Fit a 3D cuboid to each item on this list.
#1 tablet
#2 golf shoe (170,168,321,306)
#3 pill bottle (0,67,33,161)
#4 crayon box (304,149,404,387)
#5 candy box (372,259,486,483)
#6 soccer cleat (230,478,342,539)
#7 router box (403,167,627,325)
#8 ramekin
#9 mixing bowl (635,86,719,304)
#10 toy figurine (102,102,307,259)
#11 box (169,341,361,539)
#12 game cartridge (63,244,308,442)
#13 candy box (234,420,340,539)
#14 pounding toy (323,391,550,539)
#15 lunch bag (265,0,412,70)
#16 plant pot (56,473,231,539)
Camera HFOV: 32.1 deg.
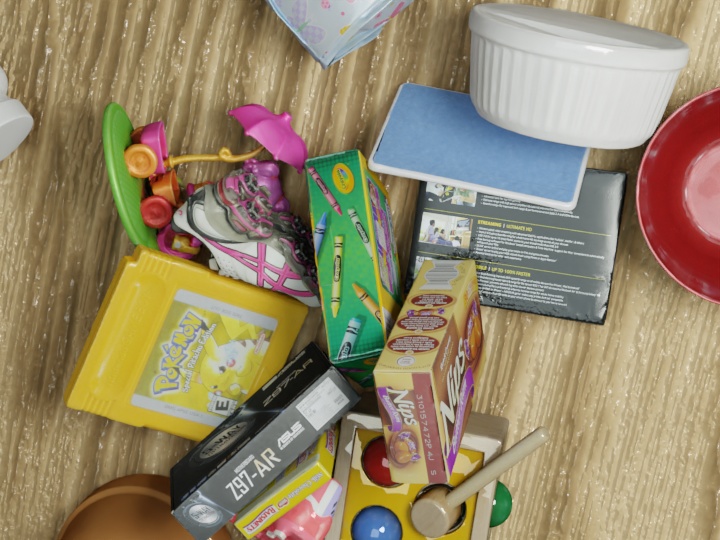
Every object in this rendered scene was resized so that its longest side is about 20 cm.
[{"bbox_3d":[0.118,-0.121,1.201,0.199,0.130,0.014,13,140,11],"label":"tablet"},{"bbox_3d":[-0.101,-0.022,1.233,0.092,0.200,0.073,-24,46,22],"label":"golf shoe"},{"bbox_3d":[-0.441,-0.202,1.298,0.116,0.116,0.200,-42,87,12],"label":"pill bottle"},{"bbox_3d":[0.000,0.000,1.196,0.058,0.119,0.201,-12,71,11],"label":"crayon box"},{"bbox_3d":[0.067,0.086,1.137,0.056,0.200,0.117,-1,117,16],"label":"candy box"},{"bbox_3d":[-0.078,0.237,1.251,0.067,0.200,0.077,43,70,-14],"label":"soccer cleat"},{"bbox_3d":[0.152,-0.036,1.227,0.199,0.051,0.150,9,95,10],"label":"router box"},{"bbox_3d":[0.190,-0.177,1.139,0.201,0.202,0.095,13,109,10],"label":"ramekin"},{"bbox_3d":[0.355,-0.071,1.155,0.199,0.108,0.201,1,96,12],"label":"mixing bowl"},{"bbox_3d":[-0.140,-0.088,1.255,0.183,0.150,0.201,-11,115,3],"label":"toy figurine"},{"bbox_3d":[-0.096,0.161,1.212,0.200,0.160,0.044,-42,100,-2],"label":"box"},{"bbox_3d":[-0.173,0.082,1.259,0.199,0.032,0.177,19,101,-29],"label":"game cartridge"},{"bbox_3d":[-0.065,0.180,1.217,0.102,0.200,0.026,-36,101,12],"label":"candy box"},{"bbox_3d":[0.075,0.210,1.220,0.199,0.142,0.185,10,98,10],"label":"pounding toy"},{"bbox_3d":[-0.012,-0.318,1.199,0.200,0.127,0.170,-41,89,2],"label":"lunch bag"},{"bbox_3d":[-0.243,0.325,1.296,0.199,0.140,0.201,1,95,12],"label":"plant pot"}]
